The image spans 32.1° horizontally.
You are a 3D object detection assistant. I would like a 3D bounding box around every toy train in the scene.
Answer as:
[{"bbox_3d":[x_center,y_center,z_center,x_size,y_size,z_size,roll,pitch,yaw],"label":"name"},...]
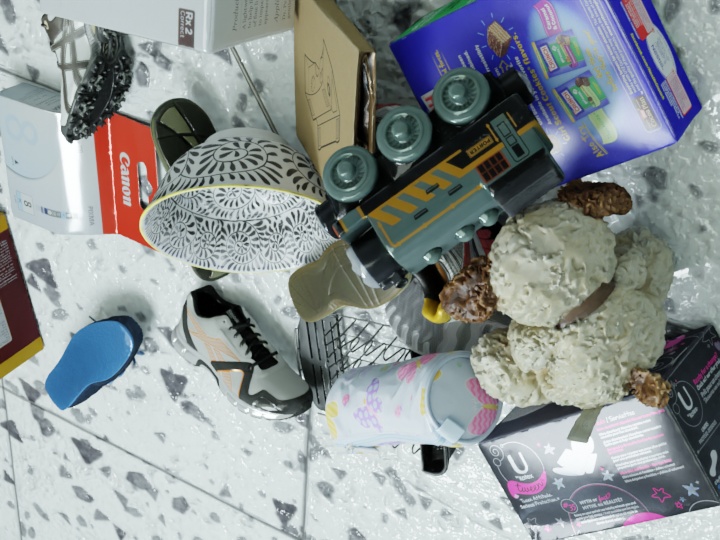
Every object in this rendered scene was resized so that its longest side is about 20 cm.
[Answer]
[{"bbox_3d":[0.060,-0.071,0.969,0.200,0.085,0.114,-35,65,9],"label":"toy train"}]

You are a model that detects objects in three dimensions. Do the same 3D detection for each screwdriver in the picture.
[{"bbox_3d":[-0.118,-0.209,1.220,0.028,0.029,0.200,-14,115,40],"label":"screwdriver"}]

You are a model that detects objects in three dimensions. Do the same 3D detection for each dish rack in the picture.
[{"bbox_3d":[0.011,0.118,1.303,0.200,0.055,0.154,12,122,30],"label":"dish rack"}]

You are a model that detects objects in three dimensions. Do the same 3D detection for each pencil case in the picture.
[{"bbox_3d":[0.044,0.124,1.152,0.083,0.091,0.200,52,150,-12],"label":"pencil case"}]

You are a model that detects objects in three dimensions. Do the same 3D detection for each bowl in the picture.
[{"bbox_3d":[-0.111,-0.078,1.220,0.200,0.094,0.201,1,157,0],"label":"bowl"}]

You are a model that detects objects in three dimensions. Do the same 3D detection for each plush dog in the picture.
[{"bbox_3d":[0.166,0.022,0.997,0.200,0.160,0.172,-39,116,2],"label":"plush dog"}]

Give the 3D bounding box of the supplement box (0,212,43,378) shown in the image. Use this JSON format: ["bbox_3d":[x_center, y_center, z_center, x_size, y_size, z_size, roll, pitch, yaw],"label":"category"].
[{"bbox_3d":[-0.541,0.030,1.592,0.197,0.133,0.200,10,122,31],"label":"supplement box"}]

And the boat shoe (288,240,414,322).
[{"bbox_3d":[0.000,0.001,1.210,0.201,0.066,0.072,-23,92,56],"label":"boat shoe"}]

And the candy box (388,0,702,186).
[{"bbox_3d":[0.147,-0.158,1.018,0.200,0.077,0.169,-19,106,40],"label":"candy box"}]

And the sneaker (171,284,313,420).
[{"bbox_3d":[-0.131,0.089,1.364,0.200,0.074,0.080,33,126,26],"label":"sneaker"}]

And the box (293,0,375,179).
[{"bbox_3d":[-0.025,-0.152,1.097,0.200,0.021,0.164,-119,25,-55],"label":"box"}]

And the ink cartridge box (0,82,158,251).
[{"bbox_3d":[-0.315,-0.108,1.402,0.200,0.047,0.160,21,127,27],"label":"ink cartridge box"}]

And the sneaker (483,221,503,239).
[{"bbox_3d":[0.072,-0.072,1.140,0.200,0.076,0.088,46,121,-4],"label":"sneaker"}]

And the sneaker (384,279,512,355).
[{"bbox_3d":[0.104,0.061,1.189,0.200,0.082,0.075,36,104,36],"label":"sneaker"}]

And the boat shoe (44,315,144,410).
[{"bbox_3d":[-0.319,0.100,1.524,0.200,0.069,0.084,-30,89,42],"label":"boat shoe"}]

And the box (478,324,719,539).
[{"bbox_3d":[0.231,0.145,1.108,0.200,0.132,0.115,-24,98,42],"label":"box"}]

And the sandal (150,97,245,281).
[{"bbox_3d":[-0.166,-0.086,1.303,0.057,0.080,0.201,25,133,58],"label":"sandal"}]

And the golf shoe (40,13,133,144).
[{"bbox_3d":[-0.285,-0.230,1.291,0.094,0.078,0.200,33,120,19],"label":"golf shoe"}]

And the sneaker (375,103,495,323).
[{"bbox_3d":[0.054,-0.048,1.054,0.078,0.082,0.200,-15,103,62],"label":"sneaker"}]

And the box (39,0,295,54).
[{"bbox_3d":[-0.166,-0.312,1.091,0.200,0.131,0.199,18,116,26],"label":"box"}]
